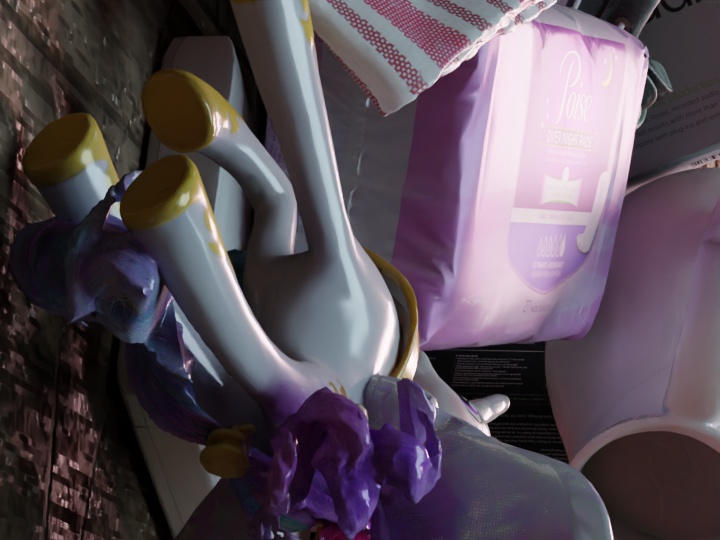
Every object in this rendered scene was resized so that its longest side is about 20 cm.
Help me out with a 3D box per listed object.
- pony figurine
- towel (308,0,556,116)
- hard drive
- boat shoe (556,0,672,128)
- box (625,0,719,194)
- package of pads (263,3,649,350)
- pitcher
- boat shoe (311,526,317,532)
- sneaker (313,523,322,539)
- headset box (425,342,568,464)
[{"bbox_3d":[-0.015,0.041,0.791,0.200,0.166,0.193,60,31,-30],"label":"pony figurine"},{"bbox_3d":[0.015,-0.140,0.904,0.147,0.030,0.200,52,37,0],"label":"towel"},{"bbox_3d":[-0.043,0.037,0.973,0.200,0.027,0.132,76,16,-55],"label":"hard drive"},{"bbox_3d":[0.088,-0.083,1.143,0.072,0.071,0.201,-63,177,-76],"label":"boat shoe"},{"bbox_3d":[0.081,-0.126,1.213,0.036,0.144,0.201,34,35,-75],"label":"box"},{"bbox_3d":[0.033,-0.037,1.004,0.200,0.075,0.121,-1,103,-69],"label":"package of pads"},{"bbox_3d":[0.130,0.026,1.113,0.200,0.121,0.172,-67,172,-55],"label":"pitcher"},{"bbox_3d":[0.000,0.000,1.120,0.074,0.066,0.201,-38,127,-79],"label":"boat shoe"},{"bbox_3d":[0.021,0.097,1.113,0.077,0.073,0.200,-52,163,6],"label":"sneaker"},{"bbox_3d":[0.085,0.056,1.331,0.200,0.173,0.093,-74,163,-65],"label":"headset box"}]
